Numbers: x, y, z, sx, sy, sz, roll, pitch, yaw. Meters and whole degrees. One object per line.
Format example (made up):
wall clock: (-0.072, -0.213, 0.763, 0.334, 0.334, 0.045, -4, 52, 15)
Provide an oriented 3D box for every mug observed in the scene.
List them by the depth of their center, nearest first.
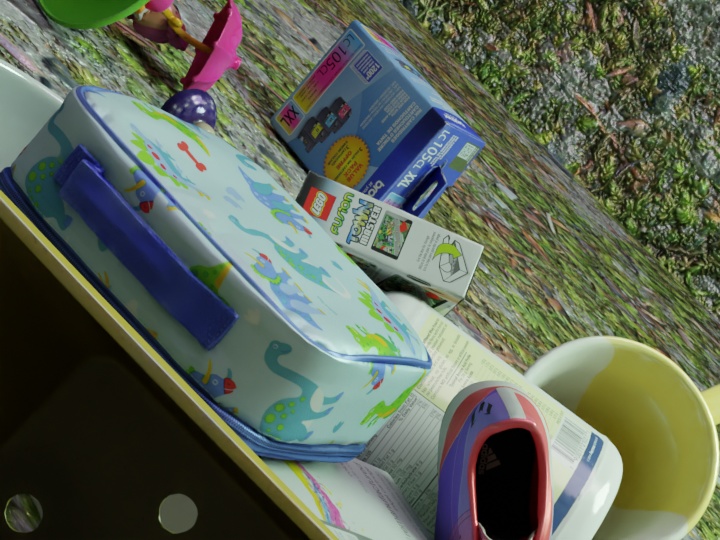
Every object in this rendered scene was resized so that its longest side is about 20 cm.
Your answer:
mug: (0.168, 0.137, 1.358, 0.186, 0.150, 0.153, 11, -16, -9)

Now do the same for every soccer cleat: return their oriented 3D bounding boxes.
soccer cleat: (0.067, 0.158, 1.000, 0.068, 0.200, 0.073, 2, 5, -6)

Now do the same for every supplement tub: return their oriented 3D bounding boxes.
supplement tub: (0.031, 0.103, 1.109, 0.200, 0.145, 0.145, 37, 13, 0)

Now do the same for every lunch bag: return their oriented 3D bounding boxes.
lunch bag: (-0.071, 0.002, 0.937, 0.200, 0.082, 0.161, 45, 12, 20)

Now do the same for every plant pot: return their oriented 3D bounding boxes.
plant pot: (-0.111, 0.107, 0.633, 0.200, 0.200, 0.176, 44, 2, 11)

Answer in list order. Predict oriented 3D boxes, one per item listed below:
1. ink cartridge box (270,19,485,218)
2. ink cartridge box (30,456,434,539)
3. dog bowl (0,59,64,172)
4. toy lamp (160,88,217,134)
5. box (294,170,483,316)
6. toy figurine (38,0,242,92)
ink cartridge box: (0.023, -0.120, 1.855, 0.076, 0.136, 0.200, 21, 24, -53)
ink cartridge box: (-0.041, 0.141, 0.927, 0.200, 0.086, 0.148, 30, 17, -45)
dog bowl: (-0.189, -0.035, 1.086, 0.200, 0.079, 0.200, 40, 13, -11)
toy lamp: (-0.094, -0.067, 1.518, 0.058, 0.058, 0.200, 28, 20, -47)
box: (0.000, 0.000, 1.188, 0.110, 0.035, 0.200, 24, -14, -4)
toy figurine: (-0.187, -0.230, 1.709, 0.200, 0.150, 0.184, 21, -16, 37)
